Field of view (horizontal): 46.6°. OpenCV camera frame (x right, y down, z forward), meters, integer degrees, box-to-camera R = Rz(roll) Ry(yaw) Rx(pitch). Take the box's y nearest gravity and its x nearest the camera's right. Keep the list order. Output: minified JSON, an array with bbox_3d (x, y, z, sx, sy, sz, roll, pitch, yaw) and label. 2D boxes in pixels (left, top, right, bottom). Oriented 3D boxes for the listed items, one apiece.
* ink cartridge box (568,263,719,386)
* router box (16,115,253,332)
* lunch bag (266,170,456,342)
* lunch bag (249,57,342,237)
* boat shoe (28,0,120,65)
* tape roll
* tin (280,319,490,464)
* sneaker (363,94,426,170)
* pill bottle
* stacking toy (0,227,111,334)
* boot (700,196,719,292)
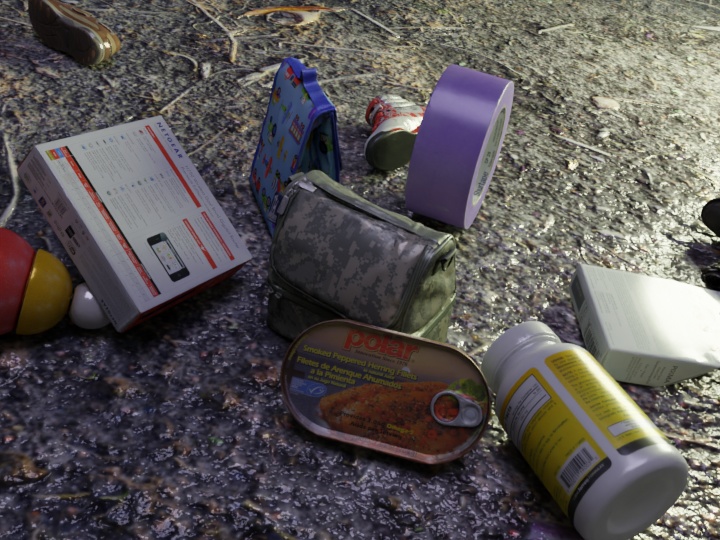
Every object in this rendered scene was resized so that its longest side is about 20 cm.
[{"bbox_3d":[0.356,0.071,0.979,0.198,0.048,0.161,11,35,-7],"label":"ink cartridge box"},{"bbox_3d":[-0.236,-0.057,0.901,0.201,0.049,0.179,57,38,3],"label":"router box"},{"bbox_3d":[0.000,0.000,0.881,0.199,0.169,0.139,27,39,23],"label":"lunch bag"},{"bbox_3d":[-0.079,-0.162,1.056,0.093,0.202,0.151,-6,39,-19],"label":"lunch bag"},{"bbox_3d":[-0.488,-0.411,1.421,0.199,0.076,0.072,37,39,20],"label":"boat shoe"},{"bbox_3d":[0.132,-0.163,1.106,0.084,0.202,0.200,18,36,13],"label":"tape roll"},{"bbox_3d":[0.024,0.111,0.787,0.198,0.113,0.042,14,8,6],"label":"tin"},{"bbox_3d":[0.038,-0.213,1.269,0.107,0.068,0.201,29,37,26],"label":"sneaker"},{"bbox_3d":[0.198,0.142,0.779,0.111,0.113,0.200,-9,40,-23],"label":"pill bottle"},{"bbox_3d":[-0.346,0.019,0.845,0.198,0.147,0.147,17,31,-23],"label":"stacking toy"},{"bbox_3d":[0.503,-0.019,1.106,0.173,0.070,0.200,-19,47,-35],"label":"boot"}]
